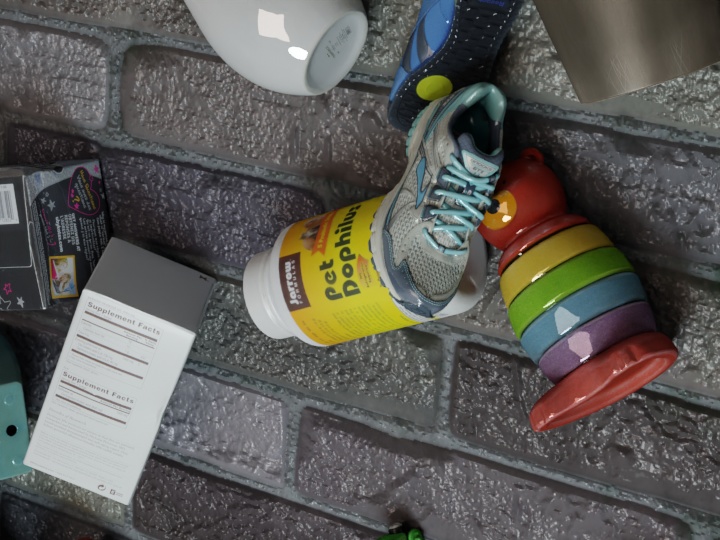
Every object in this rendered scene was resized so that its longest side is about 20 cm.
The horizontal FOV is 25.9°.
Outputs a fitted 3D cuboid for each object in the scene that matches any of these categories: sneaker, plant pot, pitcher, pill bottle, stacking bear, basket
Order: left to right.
[{"bbox_3d":[-0.397,0.141,1.538,0.199,0.140,0.143,13,111,60],"label":"plant pot"},{"bbox_3d":[-0.099,-0.238,1.284,0.199,0.171,0.122,38,91,21],"label":"pitcher"},{"bbox_3d":[0.000,0.000,1.314,0.198,0.109,0.111,-16,94,34],"label":"pill bottle"},{"bbox_3d":[0.065,-0.062,1.190,0.077,0.202,0.086,25,148,-21],"label":"sneaker"},{"bbox_3d":[0.074,-0.195,1.250,0.201,0.065,0.079,119,152,-45],"label":"sneaker"},{"bbox_3d":[0.153,0.004,1.220,0.121,0.113,0.202,-39,70,34],"label":"stacking bear"},{"bbox_3d":[0.182,-0.233,1.130,0.179,0.136,0.202,-12,99,35],"label":"basket"}]

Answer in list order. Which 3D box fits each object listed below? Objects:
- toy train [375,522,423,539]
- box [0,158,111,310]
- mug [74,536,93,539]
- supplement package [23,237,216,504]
[{"bbox_3d":[0.055,0.325,1.394,0.041,0.056,0.202,-16,93,34],"label":"toy train"},{"bbox_3d":[-0.351,-0.035,1.527,0.198,0.114,0.134,-2,100,32],"label":"box"},{"bbox_3d":[-0.243,0.391,1.574,0.199,0.133,0.178,35,144,15],"label":"mug"},{"bbox_3d":[-0.224,0.093,1.460,0.108,0.114,0.202,22,116,-5],"label":"supplement package"}]
